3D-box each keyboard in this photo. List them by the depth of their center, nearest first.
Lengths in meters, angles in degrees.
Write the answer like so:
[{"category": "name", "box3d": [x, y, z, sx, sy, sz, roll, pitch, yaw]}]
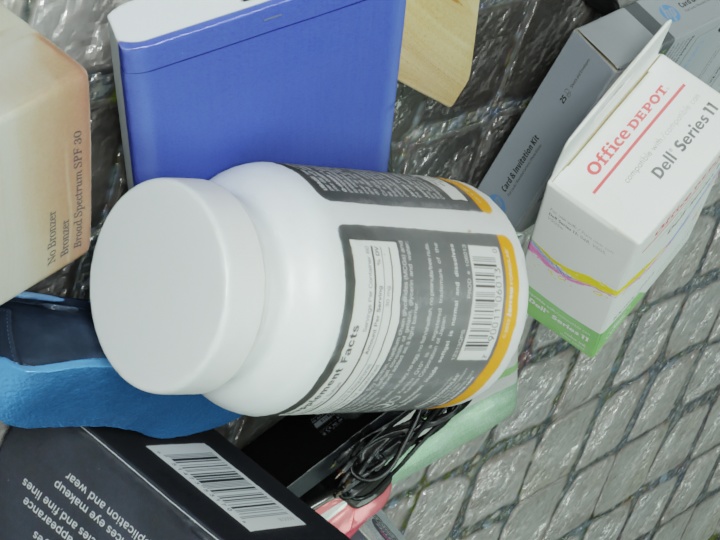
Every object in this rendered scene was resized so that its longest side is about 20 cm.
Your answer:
[{"category": "keyboard", "box3d": [0.000, 0.097, 1.170, 0.199, 0.104, 0.040, -38, 115, -4]}]

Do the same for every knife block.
[{"category": "knife block", "box3d": [-0.018, -0.136, 0.960, 0.175, 0.064, 0.201, -35, 147, -32]}]

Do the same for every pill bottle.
[{"category": "pill bottle", "box3d": [-0.022, 0.009, 0.951, 0.199, 0.116, 0.117, 2, 120, -46]}]

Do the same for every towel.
[{"category": "towel", "box3d": [0.043, 0.066, 1.296, 0.152, 0.023, 0.201, -29, 145, -19]}]

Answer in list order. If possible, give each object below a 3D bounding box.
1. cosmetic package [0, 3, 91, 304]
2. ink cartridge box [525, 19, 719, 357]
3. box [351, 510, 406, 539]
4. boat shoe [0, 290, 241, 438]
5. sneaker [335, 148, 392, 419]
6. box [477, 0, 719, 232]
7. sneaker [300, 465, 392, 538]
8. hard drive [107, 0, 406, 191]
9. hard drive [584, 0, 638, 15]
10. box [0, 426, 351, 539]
[{"category": "cosmetic package", "box3d": [-0.204, -0.018, 0.769, 0.200, 0.087, 0.104, -35, 148, -33]}, {"category": "ink cartridge box", "box3d": [0.160, -0.045, 1.196, 0.117, 0.067, 0.200, -49, 166, -22]}, {"category": "box", "box3d": [0.011, 0.248, 1.271, 0.115, 0.200, 0.132, -45, 154, 9]}, {"category": "boat shoe", "box3d": [-0.108, 0.033, 0.988, 0.084, 0.069, 0.200, -40, 153, 19]}, {"category": "sneaker", "box3d": [0.000, 0.000, 1.112, 0.066, 0.090, 0.201, -26, 141, -44]}, {"category": "box", "box3d": [0.173, -0.114, 1.276, 0.199, 0.041, 0.156, -27, 157, -40]}, {"category": "sneaker", "box3d": [-0.051, 0.193, 1.211, 0.200, 0.087, 0.074, -39, -166, 1]}, {"category": "hard drive", "box3d": [-0.046, -0.075, 0.931, 0.131, 0.026, 0.200, -20, 156, -12]}, {"category": "hard drive", "box3d": [0.194, -0.258, 1.192, 0.200, 0.038, 0.140, -51, 153, -10]}, {"category": "box", "box3d": [-0.113, 0.192, 1.033, 0.117, 0.196, 0.201, 6, 116, -61]}]
